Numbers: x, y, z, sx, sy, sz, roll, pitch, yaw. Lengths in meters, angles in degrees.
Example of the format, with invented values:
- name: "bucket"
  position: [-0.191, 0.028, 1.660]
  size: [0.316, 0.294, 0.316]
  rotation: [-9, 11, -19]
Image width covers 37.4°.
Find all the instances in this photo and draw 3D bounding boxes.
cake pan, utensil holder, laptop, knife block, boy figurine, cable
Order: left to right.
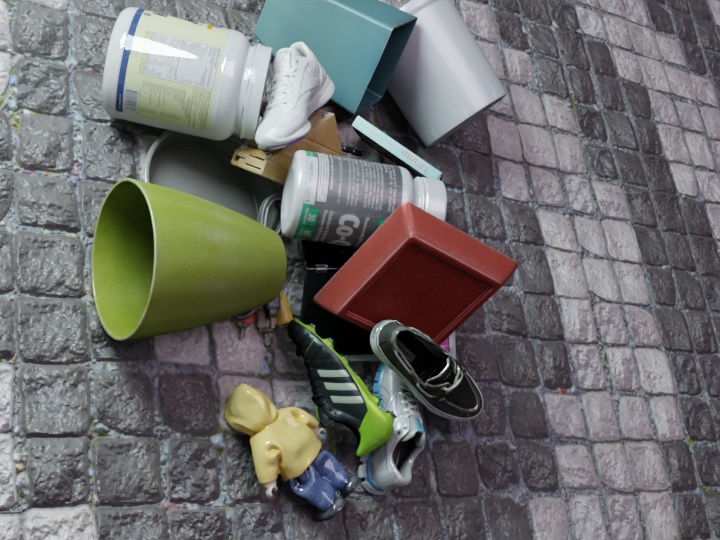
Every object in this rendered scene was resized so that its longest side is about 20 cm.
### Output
- name: "cake pan"
  position: [-0.205, -0.101, 1.431]
  size: [0.199, 0.037, 0.202]
  rotation: [17, 58, -30]
- name: "cable"
  position: [-0.134, -0.004, 1.411]
  size: [0.096, 0.050, 0.202]
  rotation: [4, 76, -23]
- name: "boy figurine"
  position: [-0.095, 0.226, 1.329]
  size: [0.200, 0.064, 0.125]
  rotation: [44, 49, -9]
- name: "knife block"
  position: [-0.074, -0.130, 1.489]
  size: [0.200, 0.064, 0.176]
  rotation: [-39, 134, -33]
- name: "laptop"
  position: [0.000, 0.000, 1.457]
  size: [0.186, 0.116, 0.201]
  rotation: [-1, 62, -18]
- name: "utensil holder"
  position: [0.118, -0.323, 1.705]
  size: [0.170, 0.170, 0.201]
  rotation: [-34, 90, -43]

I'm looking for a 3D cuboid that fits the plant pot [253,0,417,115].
- name: "plant pot"
  position: [-0.045, -0.352, 1.583]
  size: [0.199, 0.142, 0.141]
  rotation: [30, 25, 6]

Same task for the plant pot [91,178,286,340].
- name: "plant pot"
  position: [-0.197, -0.009, 1.287]
  size: [0.199, 0.187, 0.188]
  rotation: [3, 66, -36]

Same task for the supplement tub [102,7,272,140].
- name: "supplement tub"
  position: [-0.223, -0.251, 1.384]
  size: [0.198, 0.145, 0.146]
  rotation: [12, 58, -6]

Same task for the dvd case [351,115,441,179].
- name: "dvd case"
  position: [0.058, -0.169, 1.565]
  size: [0.146, 0.022, 0.200]
  rotation: [35, 4, 4]

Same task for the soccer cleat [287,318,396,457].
- name: "soccer cleat"
  position: [-0.038, 0.151, 1.376]
  size: [0.081, 0.068, 0.200]
  rotation: [-40, 85, -9]

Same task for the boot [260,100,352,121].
- name: "boot"
  position: [-0.075, -0.206, 1.581]
  size: [0.199, 0.074, 0.098]
  rotation: [-12, 100, -50]

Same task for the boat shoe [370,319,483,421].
- name: "boat shoe"
  position: [0.097, 0.137, 1.385]
  size: [0.200, 0.064, 0.071]
  rotation: [39, 74, -26]

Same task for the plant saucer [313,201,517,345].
- name: "plant saucer"
  position: [0.074, 0.026, 1.379]
  size: [0.199, 0.200, 0.037]
  rotation: [27, 33, -28]

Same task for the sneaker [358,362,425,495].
- name: "sneaker"
  position: [0.060, 0.200, 1.424]
  size: [0.075, 0.086, 0.201]
  rotation: [22, 66, -31]

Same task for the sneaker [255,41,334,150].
- name: "sneaker"
  position: [-0.100, -0.228, 1.389]
  size: [0.100, 0.074, 0.200]
  rotation: [63, 29, -28]

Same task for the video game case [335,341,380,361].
- name: "video game case"
  position: [0.034, 0.025, 1.482]
  size: [0.142, 0.018, 0.202]
  rotation: [2, 90, -18]

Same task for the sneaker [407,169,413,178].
- name: "sneaker"
  position: [0.028, -0.045, 1.527]
  size: [0.109, 0.070, 0.200]
  rotation: [47, 73, -14]

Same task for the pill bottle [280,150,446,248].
- name: "pill bottle"
  position: [0.003, -0.085, 1.370]
  size: [0.198, 0.113, 0.114]
  rotation: [8, 61, -12]

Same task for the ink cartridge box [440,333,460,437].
- name: "ink cartridge box"
  position: [0.124, 0.129, 1.526]
  size: [0.037, 0.095, 0.201]
  rotation: [-5, 62, 5]
